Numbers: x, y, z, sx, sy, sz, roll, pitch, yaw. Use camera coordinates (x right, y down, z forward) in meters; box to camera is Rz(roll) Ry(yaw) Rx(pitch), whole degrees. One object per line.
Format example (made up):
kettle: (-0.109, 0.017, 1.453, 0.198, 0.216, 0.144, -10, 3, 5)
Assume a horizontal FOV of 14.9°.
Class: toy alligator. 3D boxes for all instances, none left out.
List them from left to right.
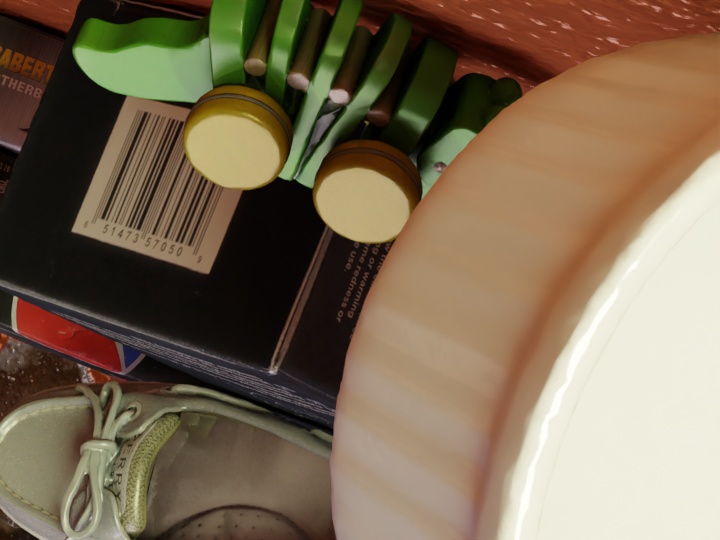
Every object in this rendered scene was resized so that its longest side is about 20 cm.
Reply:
toy alligator: (0.018, -0.042, 0.777, 0.199, 0.059, 0.054, 22, 134, -4)

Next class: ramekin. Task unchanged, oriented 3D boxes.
ramekin: (0.090, 0.043, 0.599, 0.200, 0.201, 0.098, 25, 180, -33)

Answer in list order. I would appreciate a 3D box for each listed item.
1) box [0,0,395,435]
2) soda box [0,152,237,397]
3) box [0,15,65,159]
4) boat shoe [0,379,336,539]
box: (0.000, 0.000, 0.936, 0.148, 0.107, 0.200, 16, 171, 42)
soda box: (-0.116, 0.001, 1.095, 0.199, 0.064, 0.071, 23, 174, -24)
box: (-0.102, -0.051, 1.120, 0.199, 0.049, 0.158, 21, 175, 4)
boat shoe: (-0.050, 0.077, 0.971, 0.201, 0.075, 0.065, 15, 166, 26)
